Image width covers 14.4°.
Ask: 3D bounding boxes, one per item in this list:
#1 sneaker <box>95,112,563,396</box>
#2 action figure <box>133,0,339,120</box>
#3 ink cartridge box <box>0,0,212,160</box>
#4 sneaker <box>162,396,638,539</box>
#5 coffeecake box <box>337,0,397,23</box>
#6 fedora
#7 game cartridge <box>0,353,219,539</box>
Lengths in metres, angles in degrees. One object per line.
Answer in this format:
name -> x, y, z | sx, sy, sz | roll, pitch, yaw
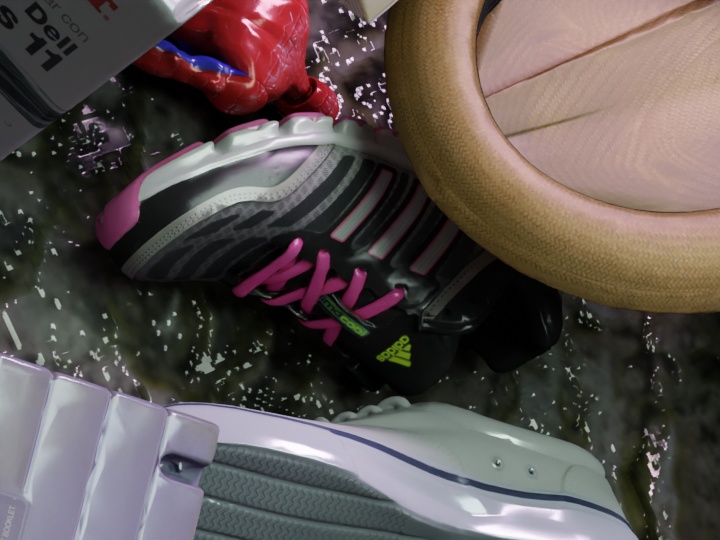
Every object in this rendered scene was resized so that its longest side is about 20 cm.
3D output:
sneaker -> 0.000, 0.000, 1.011 | 0.200, 0.074, 0.087 | 2, 64, -40
action figure -> -0.082, -0.112, 1.017 | 0.200, 0.052, 0.065 | 38, 59, -23
ink cartridge box -> -0.127, -0.114, 0.884 | 0.147, 0.200, 0.083 | 48, 52, -9
sneaker -> 0.004, 0.079, 0.997 | 0.200, 0.073, 0.071 | 18, 32, -25
coffeecake box -> -0.045, -0.195, 0.906 | 0.073, 0.200, 0.154 | -42, 56, -11
fedora -> 0.101, -0.064, 1.006 | 0.201, 0.082, 0.201 | 3, 69, -9
game cartridge -> -0.125, 0.125, 0.870 | 0.130, 0.038, 0.200 | 20, 76, -24
